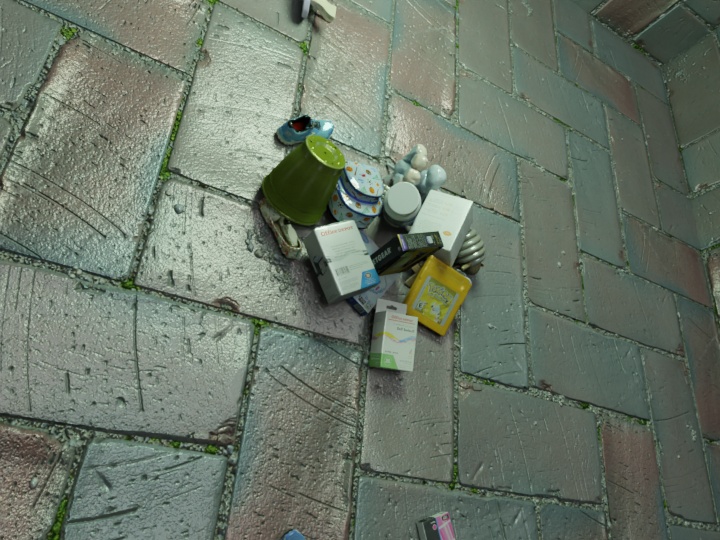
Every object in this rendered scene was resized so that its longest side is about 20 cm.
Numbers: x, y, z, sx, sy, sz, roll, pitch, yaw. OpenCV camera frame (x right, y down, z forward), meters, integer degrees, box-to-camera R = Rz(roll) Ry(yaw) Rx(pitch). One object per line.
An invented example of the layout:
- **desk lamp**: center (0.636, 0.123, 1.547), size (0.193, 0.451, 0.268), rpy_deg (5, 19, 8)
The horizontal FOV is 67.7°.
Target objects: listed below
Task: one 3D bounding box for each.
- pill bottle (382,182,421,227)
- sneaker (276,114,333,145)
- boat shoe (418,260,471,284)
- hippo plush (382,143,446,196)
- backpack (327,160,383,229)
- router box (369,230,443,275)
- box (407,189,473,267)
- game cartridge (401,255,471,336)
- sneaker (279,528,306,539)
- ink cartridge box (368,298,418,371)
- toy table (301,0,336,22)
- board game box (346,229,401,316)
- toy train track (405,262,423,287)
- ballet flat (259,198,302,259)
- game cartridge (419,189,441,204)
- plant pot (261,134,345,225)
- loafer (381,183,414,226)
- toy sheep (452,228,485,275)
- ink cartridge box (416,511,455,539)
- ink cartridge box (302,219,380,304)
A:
- **pill bottle**: center (0.125, -0.199, 1.627), size (0.113, 0.200, 0.115), rpy_deg (0, 86, 2)
- **sneaker**: center (-0.159, -0.441, 1.674), size (0.199, 0.090, 0.079), rpy_deg (-19, 81, -37)
- **boat shoe**: center (0.273, 0.009, 1.777), size (0.199, 0.072, 0.068), rpy_deg (17, 27, -11)
- **hippo plush**: center (0.191, -0.297, 1.780), size (0.160, 0.200, 0.160), rpy_deg (30, 58, -26)
- **backpack**: center (-0.015, -0.228, 1.628), size (0.199, 0.154, 0.192), rpy_deg (2, 65, -31)
- **router box**: center (0.120, -0.046, 1.560), size (0.156, 0.200, 0.053), rpy_deg (-8, 72, -35)
- **box**: center (0.260, -0.137, 1.737), size (0.151, 0.107, 0.201), rpy_deg (20, 67, 22)
- **game cartridge**: center (0.240, 0.081, 1.688), size (0.176, 0.032, 0.201), rpy_deg (31, 86, -18)
- **sneaker**: center (-0.118, 0.686, 1.221), size (0.078, 0.089, 0.201), rpy_deg (-21, 82, -38)
- **ink cartridge box**: center (0.099, 0.186, 1.560), size (0.116, 0.067, 0.202), rpy_deg (13, 77, -28)
- **toy table**: center (-0.137, -0.958, 1.866), size (0.116, 0.184, 0.201), rpy_deg (9, 77, -12)
- **board game box**: center (0.000, 0.000, 1.617), size (0.200, 0.043, 0.199), rpy_deg (48, 54, -6)
- **toy train track**: center (0.217, 0.035, 1.734), size (0.200, 0.115, 0.033), rpy_deg (48, 10, -20)
- **ballet flat**: center (-0.218, -0.128, 1.520), size (0.075, 0.064, 0.201), rpy_deg (-27, 86, -36)
- **game cartridge**: center (0.255, -0.226, 1.882), size (0.200, 0.041, 0.133), rpy_deg (40, 58, -12)
- **plant pot**: center (-0.143, -0.266, 1.510), size (0.200, 0.193, 0.201), rpy_deg (27, 38, -23)
- **loafer**: center (0.103, -0.217, 1.766), size (0.200, 0.070, 0.070), rpy_deg (44, 87, 5)
- **toy sheep**: center (0.356, -0.078, 1.826), size (0.138, 0.137, 0.201), rpy_deg (-31, 106, -37)
- **ink cartridge box**: center (0.218, 0.765, 1.438), size (0.094, 0.037, 0.201), rpy_deg (-4, 74, -33)
- **ink cartridge box**: center (-0.053, -0.026, 1.514), size (0.146, 0.086, 0.201), rpy_deg (-17, 78, -36)
